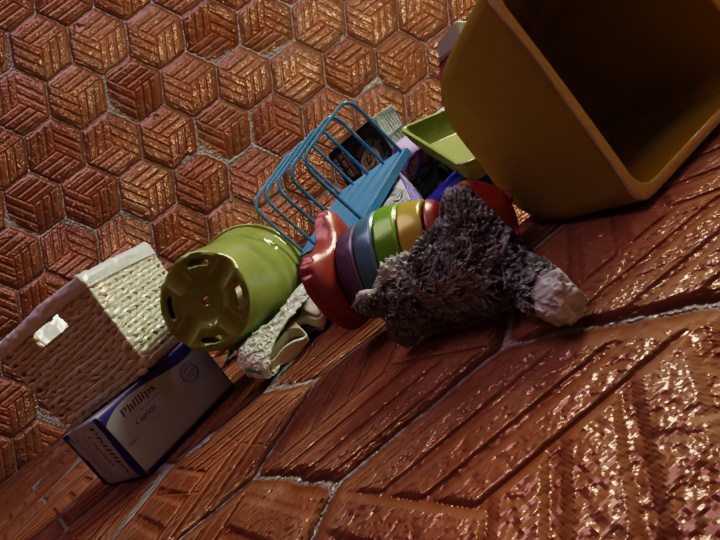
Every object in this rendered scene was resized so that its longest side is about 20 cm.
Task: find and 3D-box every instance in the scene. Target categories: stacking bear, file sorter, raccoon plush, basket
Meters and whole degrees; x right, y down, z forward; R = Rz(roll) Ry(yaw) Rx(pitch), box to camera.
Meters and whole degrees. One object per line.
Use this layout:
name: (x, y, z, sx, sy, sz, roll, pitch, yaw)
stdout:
stacking bear: (0.057, -0.023, 0.584, 0.196, 0.115, 0.123, -21, 32, 24)
file sorter: (-0.049, -0.125, 0.857, 0.199, 0.122, 0.140, -22, 33, 57)
raccoon plush: (0.061, 0.017, 0.439, 0.134, 0.097, 0.200, -44, 8, 8)
basket: (-0.383, 0.092, 0.906, 0.196, 0.162, 0.200, -35, 10, 16)

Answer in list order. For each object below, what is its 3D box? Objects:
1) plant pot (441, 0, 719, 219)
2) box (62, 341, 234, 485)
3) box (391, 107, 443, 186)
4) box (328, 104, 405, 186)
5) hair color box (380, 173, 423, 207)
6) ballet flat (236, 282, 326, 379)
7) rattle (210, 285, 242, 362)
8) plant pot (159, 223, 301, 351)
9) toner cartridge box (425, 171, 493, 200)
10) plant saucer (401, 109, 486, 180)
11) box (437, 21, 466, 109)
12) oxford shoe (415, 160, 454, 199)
plant pot: (0.185, -0.167, 0.551, 0.193, 0.197, 0.200, -40, 3, -19)
box: (-0.320, 0.213, 0.905, 0.199, 0.106, 0.184, -29, 12, 47)
box: (0.109, -0.177, 1.057, 0.136, 0.039, 0.202, -40, -23, -22)
box: (0.051, -0.219, 1.294, 0.162, 0.202, 0.086, -26, 12, 46)
hair color box: (0.040, -0.059, 0.807, 0.109, 0.065, 0.201, -46, 17, 14)
ballet flat: (-0.086, 0.080, 0.827, 0.200, 0.072, 0.071, -47, 13, -36)
rattle: (-0.209, 0.128, 1.146, 0.202, 0.142, 0.130, -53, -23, -1)
plant pot: (-0.190, 0.034, 0.866, 0.198, 0.203, 0.184, -35, -3, 10)
toner cartridge box: (0.151, -0.120, 0.905, 0.200, 0.044, 0.094, -45, 12, -35)
plant saucer: (0.186, -0.200, 0.885, 0.196, 0.049, 0.200, -25, 32, -9)
box: (0.217, -0.327, 1.078, 0.124, 0.206, 0.109, -4, 2, -11)
oxford shoe: (0.138, -0.150, 1.025, 0.199, 0.073, 0.084, -39, 5, -15)
